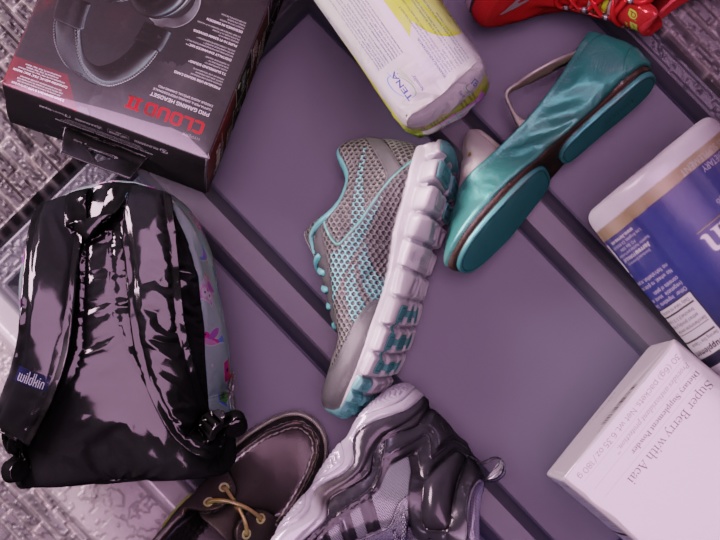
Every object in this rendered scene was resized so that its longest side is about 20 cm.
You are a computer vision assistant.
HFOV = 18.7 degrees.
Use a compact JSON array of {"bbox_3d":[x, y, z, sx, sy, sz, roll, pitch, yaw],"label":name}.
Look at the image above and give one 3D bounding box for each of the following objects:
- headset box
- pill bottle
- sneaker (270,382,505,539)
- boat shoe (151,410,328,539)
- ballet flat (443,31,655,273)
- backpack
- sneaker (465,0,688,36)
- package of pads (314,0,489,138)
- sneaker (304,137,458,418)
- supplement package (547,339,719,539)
[{"bbox_3d":[-0.143,-0.157,1.478,0.148,0.077,0.201,20,72,2],"label":"headset box"},{"bbox_3d":[0.255,0.006,1.468,0.111,0.111,0.200,-39,87,-2],"label":"pill bottle"},{"bbox_3d":[0.012,0.182,1.467,0.114,0.076,0.200,33,84,16],"label":"sneaker"},{"bbox_3d":[-0.094,0.179,1.484,0.072,0.061,0.201,40,88,2],"label":"boat shoe"},{"bbox_3d":[0.113,-0.087,1.504,0.200,0.067,0.070,-45,68,-4],"label":"ballet flat"},{"bbox_3d":[-0.163,0.040,1.461,0.166,0.127,0.201,-4,88,-3],"label":"backpack"},{"bbox_3d":[0.171,-0.196,1.488,0.199,0.077,0.085,-15,67,0],"label":"sneaker"},{"bbox_3d":[0.019,-0.163,1.435,0.068,0.200,0.155,-36,87,4],"label":"package of pads"},{"bbox_3d":[0.000,0.000,1.499,0.091,0.078,0.201,16,83,17],"label":"sneaker"},{"bbox_3d":[0.241,0.155,1.454,0.200,0.120,0.121,39,87,2],"label":"supplement package"}]
